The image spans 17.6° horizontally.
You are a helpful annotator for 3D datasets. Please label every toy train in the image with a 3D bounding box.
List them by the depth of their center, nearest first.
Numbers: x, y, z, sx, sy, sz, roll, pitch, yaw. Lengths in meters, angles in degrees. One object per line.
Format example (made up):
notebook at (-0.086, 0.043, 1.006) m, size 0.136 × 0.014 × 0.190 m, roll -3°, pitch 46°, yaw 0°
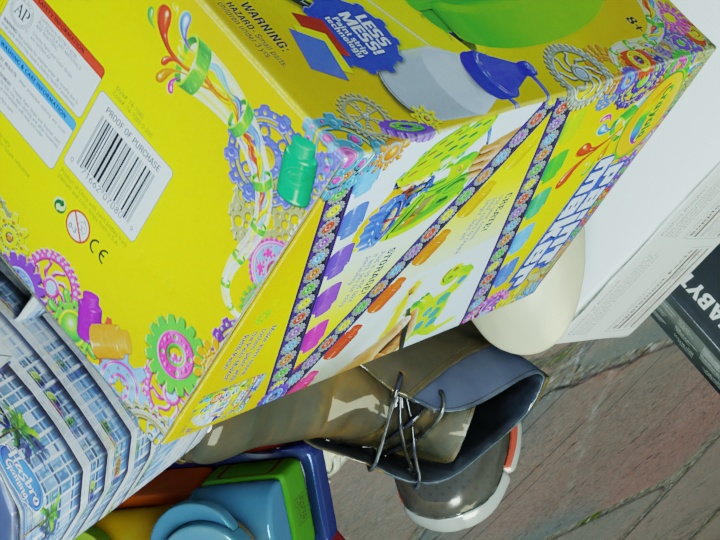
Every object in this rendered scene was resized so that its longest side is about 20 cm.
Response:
toy train at (-0.121, 0.123, 1.075) m, size 0.199 × 0.085 × 0.116 m, roll -7°, pitch -169°, yaw 17°

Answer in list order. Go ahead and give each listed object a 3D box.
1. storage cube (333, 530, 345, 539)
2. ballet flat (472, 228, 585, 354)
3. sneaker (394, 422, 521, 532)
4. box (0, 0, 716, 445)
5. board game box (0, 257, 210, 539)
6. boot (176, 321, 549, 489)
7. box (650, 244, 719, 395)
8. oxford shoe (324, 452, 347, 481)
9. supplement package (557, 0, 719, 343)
storage cube at (-0.078, 0.266, 1.467) m, size 0.171 × 0.180 × 0.200 m, roll -51°, pitch 159°, yaw 28°
ballet flat at (0.057, -0.065, 1.005) m, size 0.069 × 0.201 × 0.069 m, roll -3°, pitch 168°, yaw -1°
sneaker at (0.042, 0.038, 1.251) m, size 0.077 × 0.201 × 0.082 m, roll -5°, pitch 154°, yaw 18°
box at (-0.034, -0.079, 0.728) m, size 0.192 × 0.200 × 0.122 m, roll -20°, pitch 152°, yaw -49°
board game box at (-0.130, -0.014, 0.765) m, size 0.062 × 0.200 × 0.200 m, roll -49°, pitch 174°, yaw 27°
boot at (0.003, 0.049, 0.980) m, size 0.200 × 0.097 × 0.075 m, roll -31°, pitch 146°, yaw -55°
box at (0.202, -0.049, 1.277) m, size 0.159 × 0.200 × 0.046 m, roll -35°, pitch 164°, yaw -14°
oxford shoe at (-0.045, 0.106, 1.365) m, size 0.200 × 0.058 × 0.075 m, roll -30°, pitch 161°, yaw -26°
supplement package at (0.124, -0.090, 1.093) m, size 0.200 × 0.156 × 0.111 m, roll -47°, pitch 162°, yaw 18°
